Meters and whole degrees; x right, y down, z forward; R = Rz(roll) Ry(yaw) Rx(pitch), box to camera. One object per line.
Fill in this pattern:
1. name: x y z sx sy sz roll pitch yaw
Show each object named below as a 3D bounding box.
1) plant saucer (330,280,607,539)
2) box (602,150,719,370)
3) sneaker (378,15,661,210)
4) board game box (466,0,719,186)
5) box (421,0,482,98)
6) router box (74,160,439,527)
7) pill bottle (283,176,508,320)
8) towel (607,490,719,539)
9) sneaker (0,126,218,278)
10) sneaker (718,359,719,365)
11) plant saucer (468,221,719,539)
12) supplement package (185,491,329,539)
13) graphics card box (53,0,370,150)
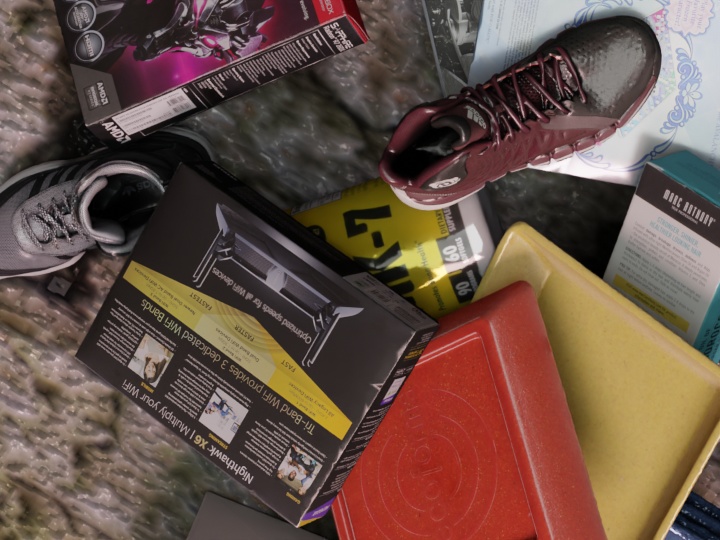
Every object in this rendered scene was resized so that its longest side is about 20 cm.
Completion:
1. plant saucer: 0.050 0.132 1.369 0.199 0.037 0.201 -26 70 32
2. box: 0.201 0.029 1.381 0.082 0.049 0.201 35 123 30
3. sneaker: 0.097 -0.098 1.315 0.199 0.115 0.076 -32 82 13
4. board game box: 0.177 -0.159 1.381 0.197 0.043 0.202 11 105 3
5. box: 0.144 -0.184 1.426 0.198 0.048 0.160 -12 102 8
6. router box: -0.070 0.046 1.378 0.199 0.052 0.158 36 105 15
7. pill bottle: 0.000 0.000 1.448 0.199 0.114 0.115 -19 101 9
8. towel: 0.172 0.209 1.473 0.111 0.049 0.200 32 137 -5
9. sneaker: -0.199 -0.041 1.456 0.199 0.114 0.076 -22 100 10
10. sneaker: 0.224 0.107 1.473 0.199 0.085 0.078 -27 75 33
11. plant saucer: 0.143 0.100 1.373 0.200 0.048 0.201 38 115 29
12. supplement package: -0.048 0.268 1.493 0.199 0.156 0.112 21 105 -1
13. graphics card box: -0.106 -0.179 1.421 0.199 0.051 0.126 -22 67 11
